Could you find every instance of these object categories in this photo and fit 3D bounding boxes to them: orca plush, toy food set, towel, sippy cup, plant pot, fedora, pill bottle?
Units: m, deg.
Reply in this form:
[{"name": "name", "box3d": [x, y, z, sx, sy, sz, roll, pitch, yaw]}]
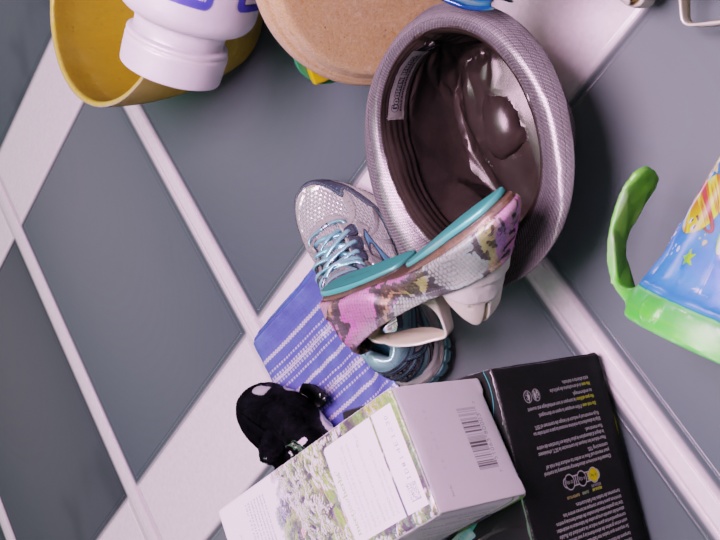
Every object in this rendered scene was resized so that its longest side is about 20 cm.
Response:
[{"name": "orca plush", "box3d": [-0.057, 0.168, 0.898, 0.200, 0.071, 0.105, 54, 129, 29]}, {"name": "toy food set", "box3d": [0.007, -0.233, 0.767, 0.049, 0.197, 0.201, 47, 160, 58]}, {"name": "towel", "box3d": [-0.022, 0.104, 0.917, 0.145, 0.024, 0.201, -46, 60, 36]}, {"name": "sippy cup", "box3d": [0.234, -0.009, 0.591, 0.177, 0.140, 0.131, 21, 97, 3]}, {"name": "plant pot", "box3d": [-0.175, -0.246, 0.980, 0.199, 0.142, 0.201, 2, 92, 44]}, {"name": "fedora", "box3d": [0.091, -0.088, 0.750, 0.177, 0.090, 0.201, -31, 76, 42]}, {"name": "pill bottle", "box3d": [-0.120, -0.244, 0.796, 0.112, 0.112, 0.201, 41, 122, 36]}]

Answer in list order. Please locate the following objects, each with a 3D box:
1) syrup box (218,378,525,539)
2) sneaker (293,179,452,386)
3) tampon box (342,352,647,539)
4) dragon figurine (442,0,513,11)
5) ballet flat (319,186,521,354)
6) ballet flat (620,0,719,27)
[{"name": "syrup box", "box3d": [0.000, 0.149, 0.675, 0.200, 0.081, 0.079, -41, 61, 40]}, {"name": "sneaker", "box3d": [0.000, 0.000, 0.840, 0.078, 0.086, 0.200, -41, 64, 17]}, {"name": "tampon box", "box3d": [0.097, 0.174, 0.726, 0.150, 0.126, 0.201, -22, 76, 44]}, {"name": "dragon figurine", "box3d": [0.078, -0.203, 0.686, 0.199, 0.059, 0.100, 34, 119, 10]}, {"name": "ballet flat", "box3d": [0.049, 0.010, 0.709, 0.200, 0.069, 0.071, -29, 96, 47]}, {"name": "ballet flat", "box3d": [0.194, -0.189, 0.666, 0.200, 0.067, 0.063, 26, 119, 42]}]
